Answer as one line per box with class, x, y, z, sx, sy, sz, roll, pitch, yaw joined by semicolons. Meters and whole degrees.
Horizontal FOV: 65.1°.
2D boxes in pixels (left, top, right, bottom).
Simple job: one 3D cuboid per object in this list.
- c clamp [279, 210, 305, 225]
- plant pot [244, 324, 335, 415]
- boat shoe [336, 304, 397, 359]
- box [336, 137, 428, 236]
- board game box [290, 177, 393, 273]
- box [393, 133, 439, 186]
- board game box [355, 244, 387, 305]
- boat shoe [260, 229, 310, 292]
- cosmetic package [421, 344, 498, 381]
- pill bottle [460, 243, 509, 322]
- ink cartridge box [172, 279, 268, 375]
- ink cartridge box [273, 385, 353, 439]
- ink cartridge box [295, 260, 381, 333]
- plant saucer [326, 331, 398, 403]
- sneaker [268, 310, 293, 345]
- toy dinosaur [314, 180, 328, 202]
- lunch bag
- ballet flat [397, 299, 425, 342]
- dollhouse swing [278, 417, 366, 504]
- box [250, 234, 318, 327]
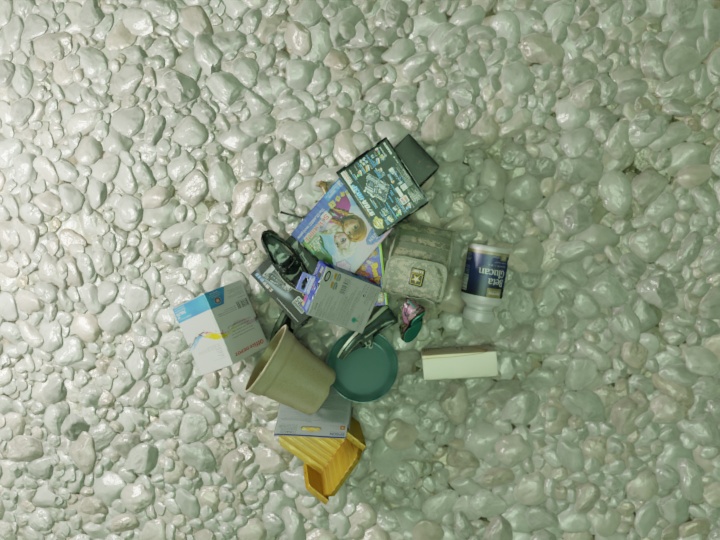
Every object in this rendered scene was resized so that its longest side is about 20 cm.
c clamp;-0.157;-0.056;1.592;0.169;0.027;0.202;9;93;-1
plant pot;-0.172;0.275;1.473;0.183;0.200;0.201;33;96;-11
boat shoe;0.020;0.179;1.538;0.200;0.073;0.062;-42;84;-17
box;0.056;-0.212;1.442;0.158;0.046;0.201;-34;90;7
board game box;-0.048;-0.106;1.510;0.199;0.041;0.200;41;96;-1
box;0.099;-0.248;1.513;0.200;0.106;0.122;-44;90;6
board game box;0.000;0.000;1.563;0.133;0.045;0.202;-7;96;3
boat shoe;-0.199;-0.028;1.486;0.074;0.066;0.200;-32;80;-2
cosmetic package;0.266;0.250;1.533;0.198;0.104;0.074;-5;93;4
pill bottle;0.329;0.033;1.509;0.110;0.111;0.202;8;95;4
ink cartridge box;-0.380;0.156;1.540;0.145;0.146;0.201;-22;91;34
ink cartridge box;-0.122;0.382;1.537;0.198;0.201;0.041;2;127;5
ink cartridge box;-0.064;0.063;1.459;0.199;0.076;0.137;21;96;-24
plant saucer;0.006;0.266;1.566;0.198;0.036;0.202;0;73;0
sneaker;-0.199;0.204;1.587;0.113;0.076;0.201;15;98;2
toy dinosaur;-0.053;-0.175;1.556;0.199;0.058;0.102;31;95;2
lunch bag;0.152;-0.015;1.482;0.163;0.118;0.201;12;62;4
ballet flat;0.130;0.128;1.510;0.069;0.200;0.071;-31;68;-15
dollhouse swing;-0.119;0.484;1.559;0.175;0.182;0.201;33;97;-16
box;-0.174;0.030;1.534;0.158;0.050;0.200;-43;80;-2
